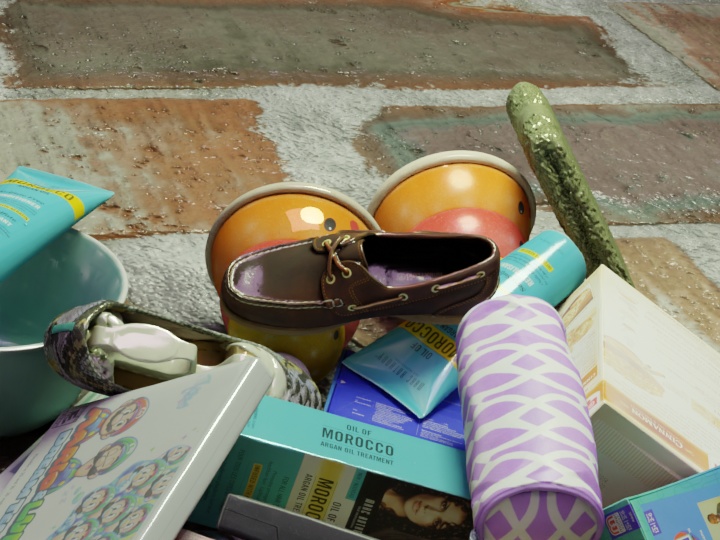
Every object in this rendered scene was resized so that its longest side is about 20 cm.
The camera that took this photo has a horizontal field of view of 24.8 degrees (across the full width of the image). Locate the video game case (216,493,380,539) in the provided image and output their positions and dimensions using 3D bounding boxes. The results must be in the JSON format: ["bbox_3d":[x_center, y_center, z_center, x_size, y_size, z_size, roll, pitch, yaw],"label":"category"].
[{"bbox_3d":[0.023,0.183,0.947,0.199,0.026,0.181,17,-15,8],"label":"video game case"}]

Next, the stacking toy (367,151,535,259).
[{"bbox_3d":[0.086,0.016,1.316,0.146,0.146,0.200,2,44,-13],"label":"stacking toy"}]

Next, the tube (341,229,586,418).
[{"bbox_3d":[0.084,0.038,1.205,0.200,0.051,0.077,-34,47,-31],"label":"tube"}]

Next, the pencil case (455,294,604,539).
[{"bbox_3d":[0.105,0.103,1.035,0.084,0.086,0.200,-10,38,8],"label":"pencil case"}]

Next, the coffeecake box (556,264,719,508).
[{"bbox_3d":[0.207,0.107,1.163,0.153,0.073,0.200,37,26,-11],"label":"coffeecake box"}]

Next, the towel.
[{"bbox_3d":[0.178,-0.051,1.355,0.036,0.200,0.148,-25,24,9],"label":"towel"}]

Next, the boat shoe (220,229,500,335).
[{"bbox_3d":[0.000,0.000,1.156,0.199,0.070,0.071,-4,60,-6],"label":"boat shoe"}]

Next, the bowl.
[{"bbox_3d":[-0.269,0.047,1.164,0.200,0.105,0.201,7,29,-4],"label":"bowl"}]

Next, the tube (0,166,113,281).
[{"bbox_3d":[-0.245,-0.032,1.151,0.077,0.051,0.200,20,23,5],"label":"tube"}]

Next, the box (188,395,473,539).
[{"bbox_3d":[-0.022,0.139,1.055,0.199,0.082,0.049,16,32,-6],"label":"box"}]

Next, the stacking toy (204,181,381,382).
[{"bbox_3d":[-0.052,0.043,1.223,0.146,0.146,0.200,7,38,-3],"label":"stacking toy"}]

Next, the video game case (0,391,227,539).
[{"bbox_3d":[-0.130,0.137,1.126,0.182,0.023,0.200,17,29,15],"label":"video game case"}]

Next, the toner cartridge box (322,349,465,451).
[{"bbox_3d":[0.070,0.123,1.163,0.199,0.043,0.095,17,27,1],"label":"toner cartridge box"}]

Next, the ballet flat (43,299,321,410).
[{"bbox_3d":[-0.107,0.068,1.076,0.200,0.072,0.072,17,24,-22],"label":"ballet flat"}]

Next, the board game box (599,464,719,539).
[{"bbox_3d":[0.254,0.193,1.024,0.200,0.045,0.153,-12,74,-35],"label":"board game box"}]

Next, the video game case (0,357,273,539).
[{"bbox_3d":[-0.160,0.138,0.958,0.182,0.024,0.200,-17,28,38],"label":"video game case"}]

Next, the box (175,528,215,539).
[{"bbox_3d":[-0.035,0.233,0.892,0.199,0.100,0.095,17,29,14],"label":"box"}]
